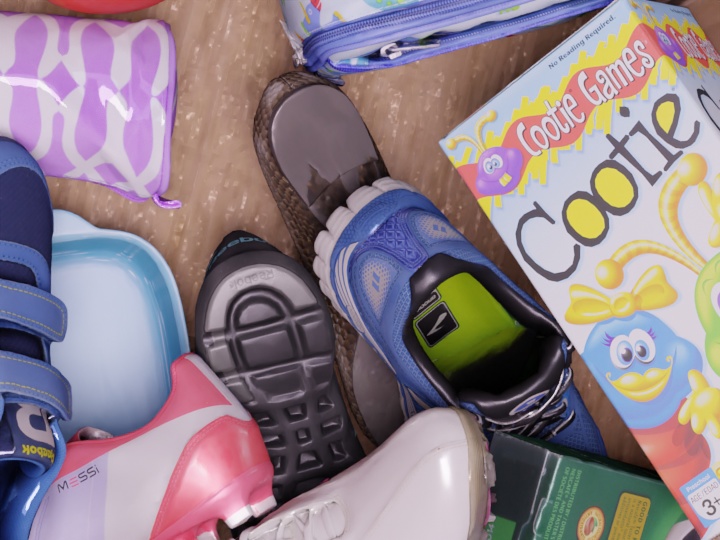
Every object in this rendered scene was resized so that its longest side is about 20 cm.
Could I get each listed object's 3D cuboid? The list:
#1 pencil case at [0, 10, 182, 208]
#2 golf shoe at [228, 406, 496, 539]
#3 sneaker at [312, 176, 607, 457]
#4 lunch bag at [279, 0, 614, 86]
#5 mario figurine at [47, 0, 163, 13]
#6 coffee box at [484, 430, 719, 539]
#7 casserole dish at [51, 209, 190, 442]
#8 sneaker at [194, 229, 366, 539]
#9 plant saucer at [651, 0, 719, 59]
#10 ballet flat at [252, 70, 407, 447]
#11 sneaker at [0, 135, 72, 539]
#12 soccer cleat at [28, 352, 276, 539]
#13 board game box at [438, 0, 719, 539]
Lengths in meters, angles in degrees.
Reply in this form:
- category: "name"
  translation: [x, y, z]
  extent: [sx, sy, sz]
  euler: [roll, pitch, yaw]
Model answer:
- category: "pencil case"
  translation: [-0.176, -0.073, 0.949]
  extent: [0.198, 0.084, 0.086]
  euler: [2, 90, -7]
- category: "golf shoe"
  translation: [-0.018, 0.131, 0.898]
  extent: [0.092, 0.073, 0.200]
  euler: [15, 126, -32]
- category: "sneaker"
  translation: [0.055, 0.051, 0.938]
  extent: [0.079, 0.089, 0.200]
  euler: [-43, 127, -4]
- category: "lunch bag"
  translation: [0.059, -0.142, 0.933]
  extent: [0.199, 0.161, 0.083]
  euler: [-16, 93, -6]
- category: "mario figurine"
  translation: [-0.079, -0.200, 0.941]
  extent: [0.106, 0.123, 0.200]
  euler: [42, 83, -18]
- category: "coffee box"
  translation: [0.118, 0.149, 0.953]
  extent: [0.199, 0.044, 0.124]
  euler: [16, 91, -43]
- category: "casserole dish"
  translation: [-0.133, 0.073, 0.982]
  extent: [0.120, 0.039, 0.202]
  euler: [-9, 93, -6]
- category: "sneaker"
  translation: [-0.032, 0.075, 0.978]
  extent: [0.075, 0.079, 0.201]
  euler: [-11, 112, -10]
- category: "plant saucer"
  translation: [0.187, -0.046, 0.967]
  extent: [0.199, 0.029, 0.202]
  euler: [2, 94, 26]
- category: "ballet flat"
  translation: [0.000, 0.000, 0.975]
  extent: [0.067, 0.046, 0.201]
  euler: [-31, 116, -14]
- category: "sneaker"
  translation: [-0.152, 0.044, 0.890]
  extent: [0.074, 0.082, 0.202]
  euler: [18, 78, -50]
- category: "soccer cleat"
  translation: [-0.128, 0.112, 0.924]
  extent: [0.199, 0.067, 0.077]
  euler: [-31, 80, 14]
- category: "board game box"
  translation: [0.142, -0.004, 0.917]
  extent: [0.103, 0.105, 0.201]
  euler: [-38, 78, 22]
